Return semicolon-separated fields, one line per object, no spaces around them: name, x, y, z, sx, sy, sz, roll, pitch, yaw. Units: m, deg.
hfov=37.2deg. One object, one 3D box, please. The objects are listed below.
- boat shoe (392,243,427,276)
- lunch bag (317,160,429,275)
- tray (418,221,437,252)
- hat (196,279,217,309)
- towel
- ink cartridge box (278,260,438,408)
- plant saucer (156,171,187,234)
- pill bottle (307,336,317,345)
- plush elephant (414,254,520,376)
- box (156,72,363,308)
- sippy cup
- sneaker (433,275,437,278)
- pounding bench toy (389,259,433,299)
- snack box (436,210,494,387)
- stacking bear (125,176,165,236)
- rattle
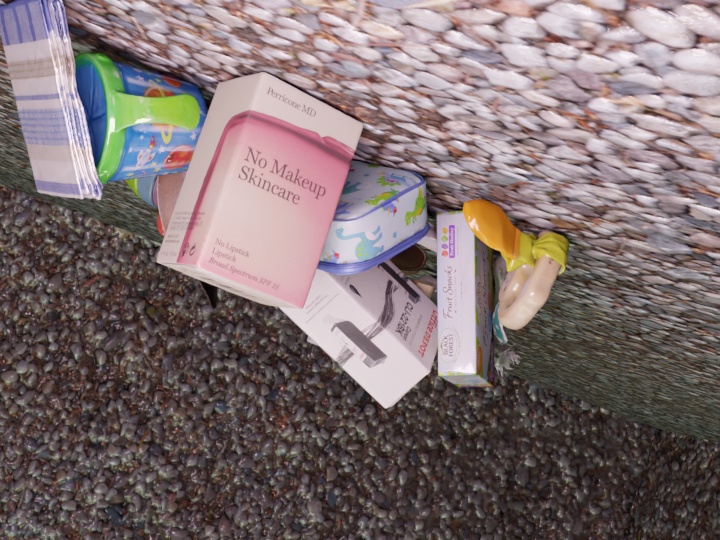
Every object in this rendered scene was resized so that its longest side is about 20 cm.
boat shoe;0.014;-0.042;1.594;0.198;0.076;0.072;20;171;-19
lunch bag;-0.036;-0.064;1.211;0.199;0.083;0.160;13;-150;37
tray;0.030;-0.074;1.404;0.199;0.022;0.107;26;176;21
hat;-0.221;-0.049;1.583;0.080;0.202;0.201;-20;170;2
towel;-0.311;-0.170;1.063;0.024;0.202;0.146;-19;-164;-34
ink cartridge box;0.003;0.047;1.304;0.200;0.084;0.145;45;-153;-9
plant saucer;-0.154;-0.082;1.255;0.032;0.202;0.200;-8;158;36
pill bottle;-0.010;0.032;1.697;0.113;0.202;0.114;18;173;2
plush elephant;0.167;0.033;1.538;0.155;0.164;0.201;-102;-13;-57
box;-0.100;-0.077;1.068;0.127;0.202;0.109;22;171;-30
sippy cup;-0.235;-0.155;1.127;0.129;0.141;0.178;-1;-145;-39
sneaker;0.157;0.036;1.872;0.199;0.067;0.090;9;166;37
pounding bench toy;0.000;0.000;1.458;0.199;0.125;0.156;25;-173;-3
snack box;0.134;0.039;1.345;0.052;0.202;0.142;-4;167;17
stacking bear;-0.261;-0.142;1.331;0.199;0.114;0.121;37;-167;20
rattle;0.157;0.007;1.293;0.141;0.132;0.200;11;166;-11
